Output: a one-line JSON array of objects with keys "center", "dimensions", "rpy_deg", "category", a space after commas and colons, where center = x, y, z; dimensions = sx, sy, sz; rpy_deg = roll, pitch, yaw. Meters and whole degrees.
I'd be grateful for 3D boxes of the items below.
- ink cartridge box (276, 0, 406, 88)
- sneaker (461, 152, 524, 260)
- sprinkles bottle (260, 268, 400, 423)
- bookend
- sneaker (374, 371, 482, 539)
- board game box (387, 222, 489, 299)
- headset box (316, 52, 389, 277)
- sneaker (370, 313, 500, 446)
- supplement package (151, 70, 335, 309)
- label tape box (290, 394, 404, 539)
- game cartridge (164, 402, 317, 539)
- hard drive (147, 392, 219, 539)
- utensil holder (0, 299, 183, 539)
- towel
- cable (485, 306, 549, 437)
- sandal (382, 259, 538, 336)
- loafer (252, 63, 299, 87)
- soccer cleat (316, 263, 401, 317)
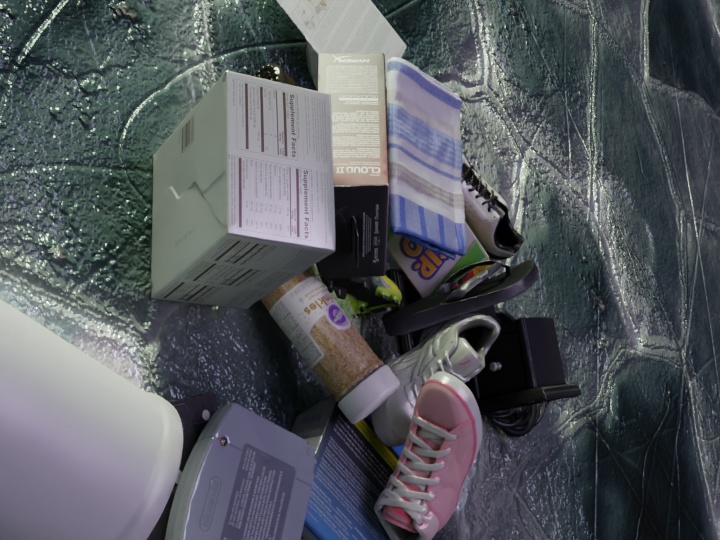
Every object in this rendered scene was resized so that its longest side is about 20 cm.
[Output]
[{"center": [-0.034, -0.308, 1.378], "dimensions": [0.200, 0.057, 0.164], "rpy_deg": [45, 45, -21], "category": "ink cartridge box"}, {"center": [0.136, -0.094, 1.313], "dimensions": [0.074, 0.079, 0.201], "rpy_deg": [-52, 123, -30], "category": "sneaker"}, {"center": [-0.043, 0.064, 1.146], "dimensions": [0.201, 0.068, 0.068], "rpy_deg": [52, 37, 8], "category": "sprinkles bottle"}, {"center": [0.150, 0.076, 1.333], "dimensions": [0.091, 0.198, 0.203], "rpy_deg": [2, 76, -51], "category": "bookend"}, {"center": [0.069, 0.210, 1.126], "dimensions": [0.104, 0.074, 0.203], "rpy_deg": [-38, 143, -46], "category": "sneaker"}, {"center": [0.069, -0.054, 1.268], "dimensions": [0.201, 0.095, 0.030], "rpy_deg": [53, 3, -21], "category": "board game box"}, {"center": [-0.009, -0.100, 1.113], "dimensions": [0.150, 0.073, 0.203], "rpy_deg": [90, -1, -54], "category": "headset box"}, {"center": [0.086, 0.111, 1.200], "dimensions": [0.078, 0.099, 0.201], "rpy_deg": [47, 59, -14], "category": "sneaker"}, {"center": [-0.117, -0.069, 1.030], "dimensions": [0.109, 0.199, 0.159], "rpy_deg": [8, 69, -29], "category": "supplement package"}, {"center": [-0.019, 0.226, 1.174], "dimensions": [0.145, 0.063, 0.202], "rpy_deg": [52, 40, -26], "category": "label tape box"}, {"center": [-0.114, 0.234, 0.999], "dimensions": [0.133, 0.040, 0.203], "rpy_deg": [36, 52, -33], "category": "game cartridge"}, {"center": [-0.174, 0.224, 0.999], "dimensions": [0.139, 0.037, 0.204], "rpy_deg": [-6, 81, -52], "category": "hard drive"}, {"center": [-0.264, 0.127, 0.821], "dimensions": [0.199, 0.168, 0.172], "rpy_deg": [39, 48, -32], "category": "utensil holder"}, {"center": [0.075, -0.124, 1.200], "dimensions": [0.146, 0.023, 0.204], "rpy_deg": [20, 65, -52], "category": "towel"}, {"center": [0.217, 0.150, 1.513], "dimensions": [0.200, 0.050, 0.165], "rpy_deg": [41, 48, -36], "category": "cable"}, {"center": [0.118, 0.023, 1.244], "dimensions": [0.197, 0.076, 0.044], "rpy_deg": [-20, 99, -13], "category": "sandal"}, {"center": [-0.072, -0.125, 1.163], "dimensions": [0.071, 0.072, 0.204], "rpy_deg": [13, 64, -48], "category": "loafer"}, {"center": [0.001, 0.000, 1.245], "dimensions": [0.200, 0.064, 0.085], "rpy_deg": [40, 36, -66], "category": "soccer cleat"}]
